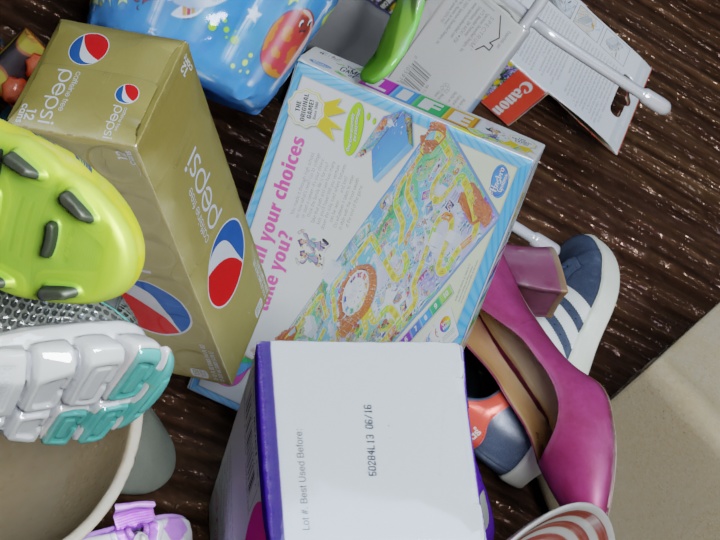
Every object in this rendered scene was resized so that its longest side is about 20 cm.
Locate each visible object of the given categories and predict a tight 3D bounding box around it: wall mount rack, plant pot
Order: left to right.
[{"bbox_3d":[0.085,-0.110,1.122,0.174,0.200,0.074,43,20,20],"label":"wall mount rack"},{"bbox_3d":[0.229,0.126,1.081,0.177,0.200,0.199,49,46,7],"label":"plant pot"}]

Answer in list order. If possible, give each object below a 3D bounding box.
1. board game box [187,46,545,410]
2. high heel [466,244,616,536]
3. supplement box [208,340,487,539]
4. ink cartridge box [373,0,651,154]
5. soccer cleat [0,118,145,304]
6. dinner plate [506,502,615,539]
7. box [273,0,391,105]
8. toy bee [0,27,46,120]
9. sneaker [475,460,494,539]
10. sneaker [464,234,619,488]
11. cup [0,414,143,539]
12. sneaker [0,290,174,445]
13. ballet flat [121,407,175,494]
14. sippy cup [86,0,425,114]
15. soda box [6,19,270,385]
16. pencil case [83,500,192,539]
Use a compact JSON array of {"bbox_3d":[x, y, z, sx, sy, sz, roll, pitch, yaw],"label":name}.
[{"bbox_3d":[0.000,0.000,0.951,0.134,0.201,0.034,24,23,7],"label":"board game box"},{"bbox_3d":[0.082,0.064,1.017,0.095,0.068,0.201,2,47,-17],"label":"high heel"},{"bbox_3d":[-0.014,0.123,0.875,0.103,0.200,0.102,1,62,-13],"label":"supplement box"},{"bbox_3d":[0.108,-0.166,1.263,0.200,0.050,0.109,40,46,-12],"label":"ink cartridge box"},{"bbox_3d":[-0.155,-0.041,0.715,0.199,0.065,0.084,20,20,29],"label":"soccer cleat"},{"bbox_3d":[0.067,0.206,0.931,0.024,0.201,0.200,27,36,31],"label":"dinner plate"},{"bbox_3d":[-0.073,-0.161,1.028,0.141,0.079,0.200,27,8,-19],"label":"box"},{"bbox_3d":[-0.167,-0.084,0.964,0.199,0.109,0.132,23,95,-14],"label":"toy bee"},{"bbox_3d":[0.028,0.070,1.020,0.069,0.099,0.201,-19,75,-40],"label":"sneaker"},{"bbox_3d":[0.101,0.037,1.117,0.084,0.075,0.201,32,45,-9],"label":"sneaker"},{"bbox_3d":[-0.219,0.067,0.807,0.199,0.143,0.201,19,54,-28],"label":"cup"},{"bbox_3d":[-0.178,0.023,0.730,0.199,0.078,0.091,4,45,-39],"label":"sneaker"},{"bbox_3d":[-0.169,0.046,0.913,0.200,0.064,0.068,37,47,-14],"label":"ballet flat"},{"bbox_3d":[-0.063,-0.152,0.855,0.177,0.140,0.131,26,88,14],"label":"sippy cup"},{"bbox_3d":[-0.101,-0.027,0.862,0.067,0.200,0.064,11,58,17],"label":"soda box"},{"bbox_3d":[-0.091,0.211,0.856,0.084,0.085,0.201,-10,71,-37],"label":"pencil case"}]
